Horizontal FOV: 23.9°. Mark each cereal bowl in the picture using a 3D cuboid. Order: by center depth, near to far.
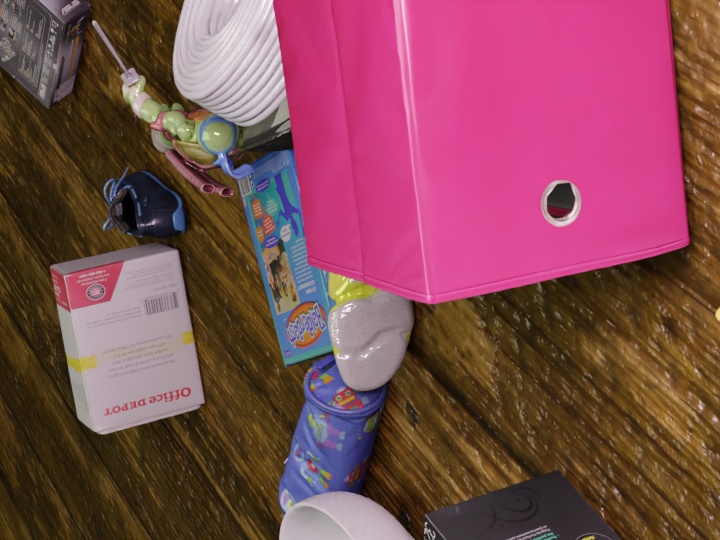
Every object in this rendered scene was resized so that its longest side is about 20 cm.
[{"bbox_3d":[0.011,0.294,1.582,0.200,0.083,0.200,38,140,42],"label":"cereal bowl"}]

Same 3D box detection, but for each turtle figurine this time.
[{"bbox_3d":[-0.149,-0.175,1.636,0.200,0.144,0.194,57,170,-4],"label":"turtle figurine"}]

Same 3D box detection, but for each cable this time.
[{"bbox_3d":[-0.086,-0.222,1.408,0.200,0.069,0.200,-54,30,27],"label":"cable"}]

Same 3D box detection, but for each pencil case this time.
[{"bbox_3d":[-0.029,0.164,1.623,0.087,0.078,0.200,37,139,22],"label":"pencil case"}]

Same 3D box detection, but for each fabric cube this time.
[{"bbox_3d":[0.076,-0.106,1.103,0.200,0.196,0.200,-162,63,-64],"label":"fabric cube"}]

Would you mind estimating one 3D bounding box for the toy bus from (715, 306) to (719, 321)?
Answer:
[{"bbox_3d":[0.284,0.002,0.796,0.200,0.135,0.192,48,131,52],"label":"toy bus"}]

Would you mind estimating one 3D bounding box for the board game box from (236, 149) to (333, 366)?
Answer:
[{"bbox_3d":[-0.054,-0.016,1.624,0.152,0.045,0.200,-22,82,66],"label":"board game box"}]

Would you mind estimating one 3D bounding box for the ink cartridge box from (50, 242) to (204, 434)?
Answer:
[{"bbox_3d":[-0.283,0.080,2.063,0.083,0.145,0.200,17,118,64],"label":"ink cartridge box"}]

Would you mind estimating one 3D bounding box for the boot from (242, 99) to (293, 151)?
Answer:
[{"bbox_3d":[-0.046,-0.189,1.486,0.200,0.068,0.131,-29,72,50],"label":"boot"}]

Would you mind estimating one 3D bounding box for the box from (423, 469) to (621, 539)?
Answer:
[{"bbox_3d":[0.142,0.274,1.245,0.200,0.124,0.149,48,145,46],"label":"box"}]

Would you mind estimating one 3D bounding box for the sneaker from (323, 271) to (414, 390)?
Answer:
[{"bbox_3d":[0.000,0.000,1.499,0.105,0.076,0.200,-132,42,-68],"label":"sneaker"}]

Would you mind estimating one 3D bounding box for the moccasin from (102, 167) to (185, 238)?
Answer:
[{"bbox_3d":[-0.274,-0.081,2.051,0.200,0.068,0.081,13,114,64],"label":"moccasin"}]

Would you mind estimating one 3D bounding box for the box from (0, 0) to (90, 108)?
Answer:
[{"bbox_3d":[-0.437,-0.327,2.232,0.158,0.048,0.200,42,148,10],"label":"box"}]
